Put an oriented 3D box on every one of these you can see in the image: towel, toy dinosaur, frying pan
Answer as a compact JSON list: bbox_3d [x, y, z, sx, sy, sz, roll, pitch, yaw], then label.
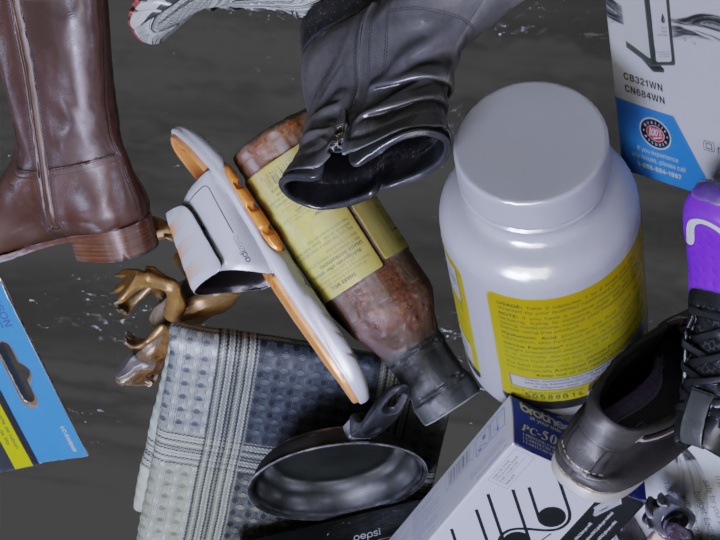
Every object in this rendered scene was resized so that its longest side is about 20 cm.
[{"bbox_3d":[-0.047,0.126,1.346,0.192,0.035,0.200,9,123,-7],"label":"towel"},{"bbox_3d":[-0.096,0.009,1.307,0.200,0.060,0.106,-30,133,35],"label":"toy dinosaur"},{"bbox_3d":[-0.019,0.110,1.255,0.115,0.031,0.190,-10,150,2],"label":"frying pan"}]

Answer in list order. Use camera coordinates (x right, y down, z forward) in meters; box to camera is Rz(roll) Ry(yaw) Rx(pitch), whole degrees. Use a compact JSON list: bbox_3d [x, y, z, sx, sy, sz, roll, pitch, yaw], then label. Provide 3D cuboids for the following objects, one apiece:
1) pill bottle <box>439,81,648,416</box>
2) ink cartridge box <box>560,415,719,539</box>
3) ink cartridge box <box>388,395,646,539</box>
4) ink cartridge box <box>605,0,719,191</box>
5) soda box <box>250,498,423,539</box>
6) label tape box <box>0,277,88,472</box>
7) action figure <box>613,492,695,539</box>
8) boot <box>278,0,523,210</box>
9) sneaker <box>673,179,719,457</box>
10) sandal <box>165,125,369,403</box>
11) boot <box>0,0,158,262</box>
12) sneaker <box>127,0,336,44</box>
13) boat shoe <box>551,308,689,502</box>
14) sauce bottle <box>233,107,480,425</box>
[{"bbox_3d":[0.103,-0.012,1.140,0.111,0.111,0.200,7,149,15],"label":"pill bottle"},{"bbox_3d":[0.204,0.145,1.258,0.200,0.084,0.145,-13,114,24],"label":"ink cartridge box"},{"bbox_3d":[0.076,0.169,1.224,0.094,0.044,0.200,25,124,-17],"label":"ink cartridge box"},{"bbox_3d":[0.202,-0.140,1.054,0.146,0.084,0.200,23,133,47],"label":"ink cartridge box"},{"bbox_3d":[0.015,0.199,1.326,0.200,0.071,0.063,-14,140,9],"label":"soda box"},{"bbox_3d":[-0.284,0.068,1.389,0.200,0.063,0.144,-12,115,24],"label":"label tape box"},{"bbox_3d":[0.223,0.172,1.178,0.200,0.069,0.130,-27,112,32],"label":"action figure"},{"bbox_3d":[0.044,-0.112,1.076,0.070,0.132,0.200,33,131,-31],"label":"boot"},{"bbox_3d":[0.201,0.049,1.074,0.070,0.100,0.200,22,146,50],"label":"sneaker"},{"bbox_3d":[-0.071,0.004,1.228,0.059,0.079,0.207,-33,77,-7],"label":"sandal"},{"bbox_3d":[-0.218,-0.106,1.270,0.186,0.064,0.200,-1,113,28],"label":"boot"},{"bbox_3d":[-0.047,-0.169,1.160,0.200,0.078,0.082,-20,113,28],"label":"sneaker"},{"bbox_3d":[0.180,0.061,1.147,0.067,0.200,0.057,37,135,19],"label":"boat shoe"},{"bbox_3d":[0.000,0.000,1.223,0.066,0.066,0.200,-33,87,31],"label":"sauce bottle"}]
